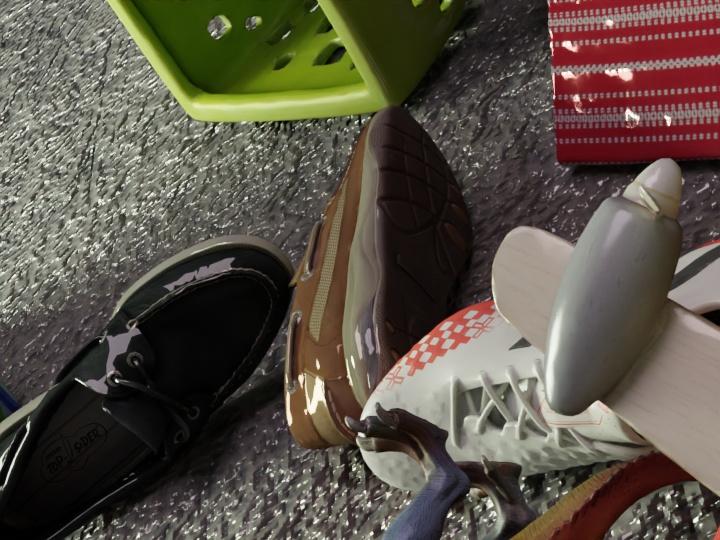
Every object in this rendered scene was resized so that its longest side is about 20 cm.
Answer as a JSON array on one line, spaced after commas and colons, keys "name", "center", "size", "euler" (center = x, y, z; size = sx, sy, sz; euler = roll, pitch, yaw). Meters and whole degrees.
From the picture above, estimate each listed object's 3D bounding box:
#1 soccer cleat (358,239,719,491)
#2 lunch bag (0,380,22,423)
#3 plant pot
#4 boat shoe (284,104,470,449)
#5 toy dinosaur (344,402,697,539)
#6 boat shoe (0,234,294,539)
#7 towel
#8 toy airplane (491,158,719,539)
[{"name": "soccer cleat", "center": [0.082, 0.042, 0.748], "size": [0.199, 0.069, 0.085], "euler": [-21, 17, 22]}, {"name": "lunch bag", "center": [-0.302, 0.040, 1.064], "size": [0.128, 0.200, 0.170], "euler": [-50, 31, -18]}, {"name": "plant pot", "center": [-0.036, -0.214, 1.118], "size": [0.198, 0.200, 0.182], "euler": [2, 42, 50]}, {"name": "boat shoe", "center": [0.000, 0.000, 0.902], "size": [0.072, 0.076, 0.201], "euler": [-26, 30, 27]}, {"name": "toy dinosaur", "center": [0.013, 0.142, 0.685], "size": [0.199, 0.105, 0.183], "euler": [-7, 62, 27]}, {"name": "boat shoe", "center": [-0.107, 0.064, 0.928], "size": [0.199, 0.075, 0.066], "euler": [-35, 26, 18]}, {"name": "towel", "center": [0.135, -0.148, 0.869], "size": [0.022, 0.201, 0.144], "euler": [-6, 4, -40]}, {"name": "toy airplane", "center": [0.140, 0.049, 0.597], "size": [0.199, 0.141, 0.200], "euler": [-12, 59, 14]}]
